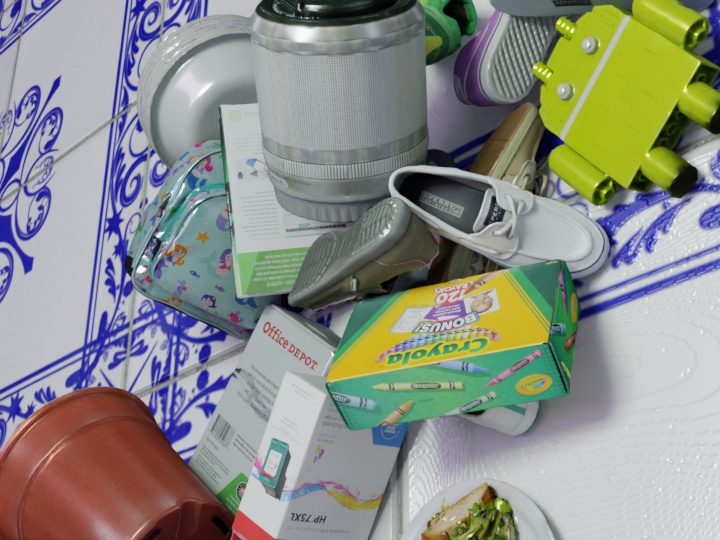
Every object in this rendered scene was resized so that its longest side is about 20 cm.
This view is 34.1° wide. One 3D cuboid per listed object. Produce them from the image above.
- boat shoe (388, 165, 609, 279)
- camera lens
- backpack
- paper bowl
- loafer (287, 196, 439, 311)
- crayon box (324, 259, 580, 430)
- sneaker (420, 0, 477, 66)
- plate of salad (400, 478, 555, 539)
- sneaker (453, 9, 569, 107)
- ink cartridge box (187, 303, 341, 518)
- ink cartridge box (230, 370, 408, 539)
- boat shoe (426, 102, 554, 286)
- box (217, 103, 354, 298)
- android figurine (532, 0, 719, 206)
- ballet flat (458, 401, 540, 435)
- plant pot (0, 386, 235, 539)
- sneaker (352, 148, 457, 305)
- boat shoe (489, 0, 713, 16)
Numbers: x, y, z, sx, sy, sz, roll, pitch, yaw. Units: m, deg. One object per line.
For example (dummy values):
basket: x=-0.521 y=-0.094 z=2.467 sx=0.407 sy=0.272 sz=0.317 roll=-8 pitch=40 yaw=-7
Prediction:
boat shoe: x=0.116 y=-0.043 z=1.022 sx=0.200 sy=0.065 sz=0.074 roll=14 pitch=85 yaw=16
camera lens: x=-0.017 y=-0.165 z=1.099 sx=0.160 sy=0.160 sz=0.200 roll=38 pitch=139 yaw=51
backpack: x=-0.148 y=-0.040 z=1.301 sx=0.200 sy=0.177 sz=0.151 roll=-63 pitch=22 yaw=-2
paper bowl: x=-0.152 y=-0.188 z=1.372 sx=0.201 sy=0.201 sz=0.104 roll=-54 pitch=39 yaw=14
loafer: x=0.000 y=0.000 z=1.074 sx=0.200 sy=0.070 sz=0.075 roll=-27 pitch=36 yaw=55
crayon box: x=0.080 y=0.064 z=0.999 sx=0.200 sy=0.058 sz=0.119 roll=-12 pitch=30 yaw=23
sneaker: x=0.081 y=-0.257 z=1.219 sx=0.083 sy=0.074 sz=0.200 roll=-11 pitch=27 yaw=13
plate of salad: x=0.083 y=0.271 z=0.982 sx=0.200 sy=0.048 sz=0.200 roll=-25 pitch=53 yaw=39
sneaker: x=0.152 y=-0.251 z=1.159 sx=0.201 sy=0.073 sz=0.114 roll=-58 pitch=18 yaw=-9
ink cartridge box: x=-0.075 y=0.154 z=1.198 sx=0.147 sy=0.083 sz=0.200 roll=32 pitch=98 yaw=52
ink cartridge box: x=-0.041 y=0.203 z=1.096 sx=0.067 sy=0.116 sz=0.200 roll=24 pitch=97 yaw=48
boat shoe: x=0.129 y=-0.060 z=1.102 sx=0.200 sy=0.063 sz=0.073 roll=-64 pitch=12 yaw=-2
box: x=-0.066 y=-0.076 z=1.218 sx=0.036 sy=0.144 sz=0.200 roll=148 pitch=116 yaw=-77
android figurine: x=0.225 y=-0.151 z=1.013 sx=0.200 sy=0.041 sz=0.182 roll=48 pitch=120 yaw=39
ballet flat: x=0.075 y=0.099 z=1.066 sx=0.200 sy=0.069 sz=0.070 roll=14 pitch=82 yaw=52
plant pot: x=-0.233 y=0.246 z=1.162 sx=0.195 sy=0.201 sz=0.201 roll=29 pitch=93 yaw=42
sneaker: x=0.045 y=-0.038 z=1.159 sx=0.070 sy=0.082 sz=0.200 roll=-14 pitch=60 yaw=49
boat shoe: x=0.214 y=-0.266 z=1.049 sx=0.200 sy=0.070 sz=0.066 roll=3 pitch=75 yaw=25
